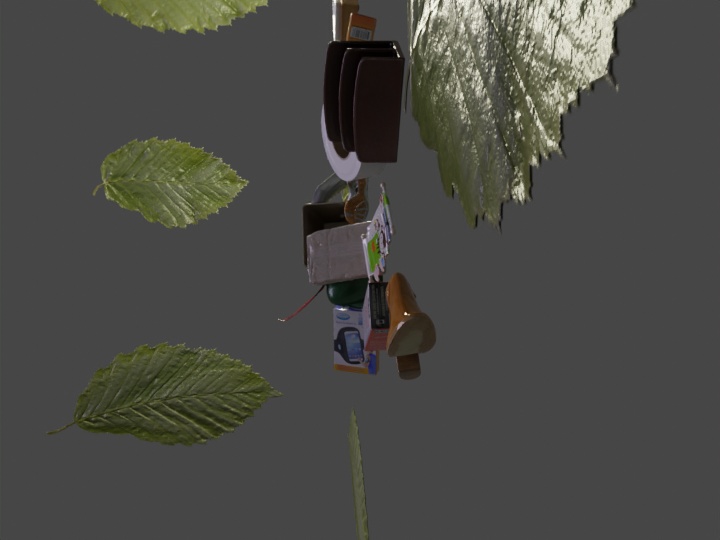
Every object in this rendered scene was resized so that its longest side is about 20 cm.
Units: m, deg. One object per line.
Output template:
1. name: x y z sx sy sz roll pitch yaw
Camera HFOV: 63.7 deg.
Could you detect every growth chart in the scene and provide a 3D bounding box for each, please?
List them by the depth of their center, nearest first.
1. growth chart: 0.039 -0.070 1.251 0.201 0.018 0.146 114 150 -53

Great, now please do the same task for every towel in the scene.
1. towel: -0.034 -0.039 1.375 0.034 0.198 0.134 31 -127 -66

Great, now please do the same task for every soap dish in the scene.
1. soap dish: -0.051 -0.869 1.943 0.158 0.080 0.201 94 172 -52

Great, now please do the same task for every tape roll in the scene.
1. tape roll: -0.014 -0.303 1.286 0.202 0.070 0.204 41 138 51

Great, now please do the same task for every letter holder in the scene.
1. letter holder: 0.001 -0.316 1.090 0.101 0.141 0.201 -97 8 -52

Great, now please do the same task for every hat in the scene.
1. hat: -0.062 0.048 1.387 0.176 0.165 0.202 -27 -39 -53

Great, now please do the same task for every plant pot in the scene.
1. plant pot: -0.073 -0.108 1.885 0.177 0.197 0.202 23 -115 -82

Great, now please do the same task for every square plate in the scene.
1. square plate: -0.068 -0.277 1.818 0.028 0.200 0.198 49 163 3

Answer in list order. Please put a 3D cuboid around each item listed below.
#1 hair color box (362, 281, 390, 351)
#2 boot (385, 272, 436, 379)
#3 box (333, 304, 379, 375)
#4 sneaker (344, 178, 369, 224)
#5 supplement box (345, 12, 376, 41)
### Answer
1. hair color box: 0.040 0.103 1.245 0.200 0.061 0.103 98 169 -71
2. boot: 0.064 0.062 0.863 0.202 0.070 0.145 87 176 -59
3. box: -0.010 0.171 1.516 0.041 0.118 0.202 -51 -37 -65
4. sneaker: -0.003 -0.233 1.720 0.088 0.075 0.202 -72 -10 -53
5. supplement box: -0.012 -0.510 1.409 0.067 0.068 0.202 -94 17 -78
